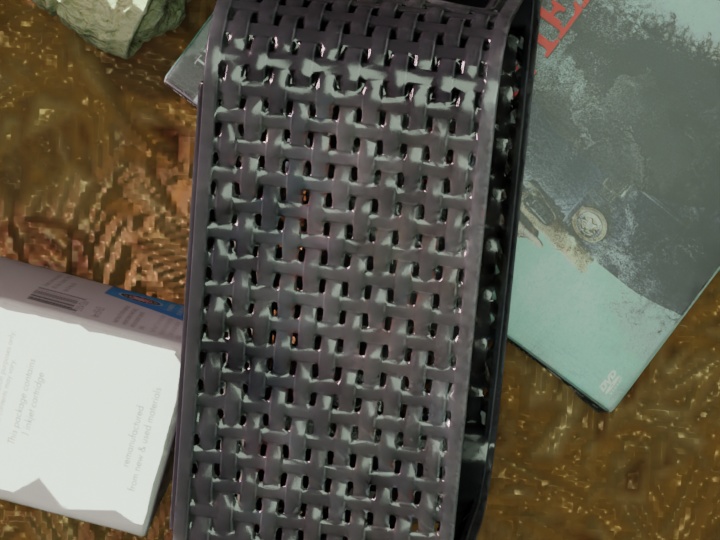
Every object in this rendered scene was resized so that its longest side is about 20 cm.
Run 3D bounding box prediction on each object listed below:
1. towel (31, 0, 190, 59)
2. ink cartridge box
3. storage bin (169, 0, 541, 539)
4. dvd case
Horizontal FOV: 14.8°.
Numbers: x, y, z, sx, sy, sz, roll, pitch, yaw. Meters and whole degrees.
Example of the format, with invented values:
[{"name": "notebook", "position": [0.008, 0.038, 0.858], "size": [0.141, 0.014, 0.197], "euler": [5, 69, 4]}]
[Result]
[{"name": "towel", "position": [-0.091, -0.191, 0.969], "size": [0.148, 0.036, 0.200], "euler": [29, 94, -1]}, {"name": "ink cartridge box", "position": [-0.156, 0.026, 0.946], "size": [0.200, 0.116, 0.067], "euler": [15, 95, -1]}, {"name": "storage bin", "position": [0.000, 0.000, 0.912], "size": [0.094, 0.135, 0.200], "euler": [8, 107, 7]}, {"name": "dvd case", "position": [0.052, -0.065, 0.986], "size": [0.200, 0.022, 0.146], "euler": [37, 93, -1]}]
